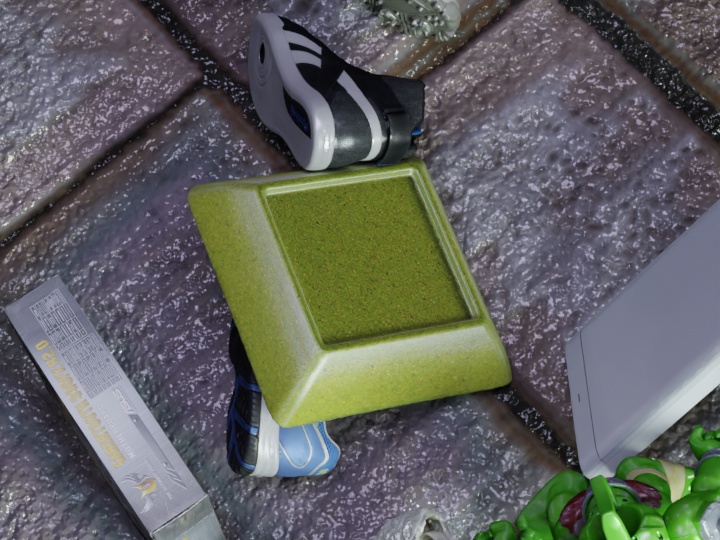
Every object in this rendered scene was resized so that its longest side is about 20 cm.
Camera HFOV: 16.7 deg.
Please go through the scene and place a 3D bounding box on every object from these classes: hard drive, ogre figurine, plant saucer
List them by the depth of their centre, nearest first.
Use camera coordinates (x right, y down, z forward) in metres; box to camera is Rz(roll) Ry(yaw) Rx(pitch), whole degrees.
[{"bbox_3d":[0.169,0.172,1.624,0.198,0.120,0.099,-5,110,0],"label":"ogre figurine"},{"bbox_3d":[0.217,0.040,1.685,0.027,0.200,0.132,28,36,-25],"label":"hard drive"},{"bbox_3d":[0.000,0.000,1.760,0.199,0.048,0.201,-9,63,-28],"label":"plant saucer"}]

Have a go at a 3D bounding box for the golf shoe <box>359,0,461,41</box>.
[{"bbox_3d":[0.014,-0.261,1.904,0.200,0.078,0.097,39,69,18],"label":"golf shoe"}]

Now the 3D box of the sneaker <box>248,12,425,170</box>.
[{"bbox_3d":[-0.012,-0.131,1.840,0.111,0.073,0.200,-1,31,-19],"label":"sneaker"}]

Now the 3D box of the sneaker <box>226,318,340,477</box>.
[{"bbox_3d":[-0.051,0.061,1.782,0.077,0.076,0.201,12,64,-17],"label":"sneaker"}]

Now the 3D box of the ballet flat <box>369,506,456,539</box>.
[{"bbox_3d":[0.064,0.250,1.673,0.071,0.072,0.201,-21,67,-4],"label":"ballet flat"}]

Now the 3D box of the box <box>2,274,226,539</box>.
[{"bbox_3d":[-0.166,0.119,1.712,0.048,0.159,0.200,-33,68,-9],"label":"box"}]
